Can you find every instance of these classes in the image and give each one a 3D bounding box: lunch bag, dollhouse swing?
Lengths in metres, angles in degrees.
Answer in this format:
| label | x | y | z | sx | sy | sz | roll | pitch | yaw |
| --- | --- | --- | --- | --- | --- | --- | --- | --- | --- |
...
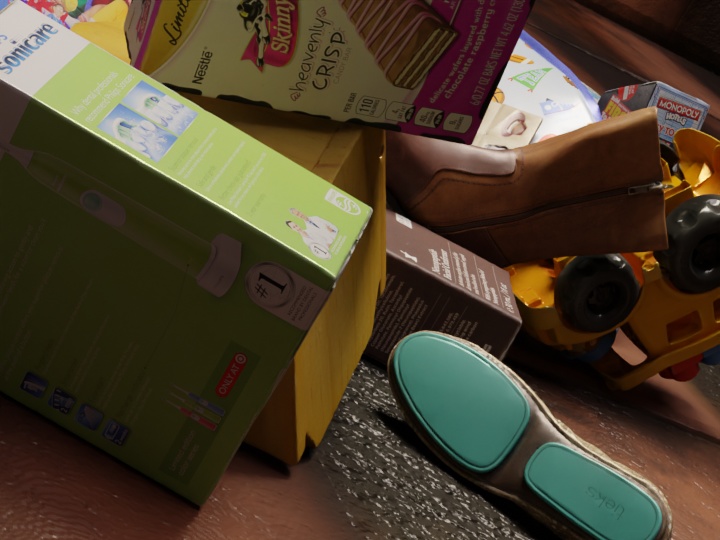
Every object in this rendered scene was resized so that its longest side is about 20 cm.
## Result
| label | x | y | z | sx | sy | sz | roll | pitch | yaw |
| --- | --- | --- | --- | --- | --- | --- | --- | --- | --- |
| lunch bag | 0.085 | -0.104 | 1.568 | 0.169 | 0.124 | 0.200 | -14 | 27 | -16 |
| dollhouse swing | -0.092 | -0.022 | 1.094 | 0.175 | 0.182 | 0.200 | 6 | 29 | 12 |

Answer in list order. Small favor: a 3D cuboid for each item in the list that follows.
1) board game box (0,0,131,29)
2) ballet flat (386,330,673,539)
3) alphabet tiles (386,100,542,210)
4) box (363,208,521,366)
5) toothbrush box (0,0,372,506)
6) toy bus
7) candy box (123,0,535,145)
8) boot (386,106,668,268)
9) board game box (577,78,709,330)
| label | x | y | z | sx | sy | sz | roll | pitch | yaw |
| --- | --- | --- | --- | --- | --- | --- | --- | --- | --- |
| board game box | -0.139 | -0.120 | 1.177 | 0.200 | 0.135 | 0.045 | 42 | -34 | -23 |
| ballet flat | 0.097 | 0.111 | 1.172 | 0.200 | 0.071 | 0.065 | 40 | -9 | 22 |
| alphabet tiles | 0.040 | -0.076 | 1.461 | 0.199 | 0.006 | 0.167 | 21 | 55 | 15 |
| box | 0.000 | 0.000 | 1.289 | 0.199 | 0.075 | 0.100 | 26 | 17 | -10 |
| toothbrush box | -0.118 | -0.008 | 0.941 | 0.200 | 0.146 | 0.086 | 29 | 27 | -2 |
| toy bus | 0.204 | 0.019 | 1.485 | 0.136 | 0.199 | 0.192 | 53 | -14 | 52 |
| candy box | -0.011 | -0.151 | 1.064 | 0.199 | 0.137 | 0.061 | 9 | 35 | -21 |
| boot | 0.101 | -0.077 | 1.331 | 0.199 | 0.189 | 0.069 | -10 | 25 | 8 |
| board game box | 0.190 | -0.080 | 1.639 | 0.062 | 0.200 | 0.200 | 19 | 20 | -32 |
